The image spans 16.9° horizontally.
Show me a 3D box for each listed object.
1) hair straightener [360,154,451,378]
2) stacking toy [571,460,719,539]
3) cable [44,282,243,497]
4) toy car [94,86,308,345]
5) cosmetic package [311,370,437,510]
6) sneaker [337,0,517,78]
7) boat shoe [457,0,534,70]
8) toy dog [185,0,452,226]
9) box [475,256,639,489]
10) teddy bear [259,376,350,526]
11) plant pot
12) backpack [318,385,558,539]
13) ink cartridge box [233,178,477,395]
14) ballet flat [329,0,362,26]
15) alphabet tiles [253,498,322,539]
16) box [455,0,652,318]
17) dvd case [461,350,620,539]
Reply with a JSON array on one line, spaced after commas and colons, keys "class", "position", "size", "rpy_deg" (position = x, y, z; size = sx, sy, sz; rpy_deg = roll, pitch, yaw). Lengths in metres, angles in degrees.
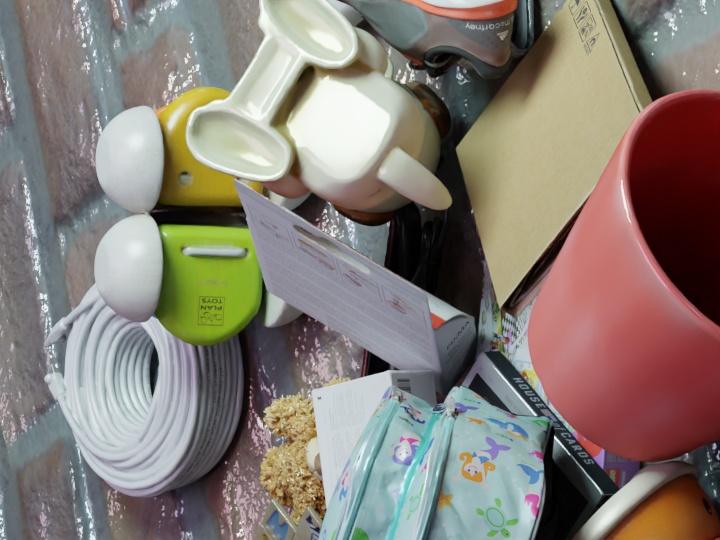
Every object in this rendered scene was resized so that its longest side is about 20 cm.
[{"class": "hair straightener", "position": [0.047, 0.014, 1.803], "size": [0.077, 0.041, 0.201], "rpy_deg": [14, 94, 46]}, {"class": "stacking toy", "position": [0.221, 0.232, 1.533], "size": [0.200, 0.146, 0.146], "rpy_deg": [43, 122, 21]}, {"class": "cable", "position": [-0.176, 0.090, 2.038], "size": [0.200, 0.069, 0.201], "rpy_deg": [-46, 55, 38]}, {"class": "toy car", "position": [-0.132, -0.041, 1.919], "size": [0.150, 0.174, 0.201], "rpy_deg": [175, 96, -66]}, {"class": "cosmetic package", "position": [0.022, 0.175, 1.697], "size": [0.082, 0.051, 0.201], "rpy_deg": [-15, 79, 42]}, {"class": "sneaker", "position": [0.034, -0.176, 1.713], "size": [0.200, 0.077, 0.082], "rpy_deg": [23, 125, 51]}, {"class": "boat shoe", "position": [0.090, -0.246, 1.732], "size": [0.068, 0.071, 0.201], "rpy_deg": [-9, 83, 52]}, {"class": "toy dog", "position": [-0.002, -0.103, 1.712], "size": [0.193, 0.200, 0.140], "rpy_deg": [23, 90, 15]}, {"class": "box", "position": [0.140, 0.048, 1.680], "size": [0.137, 0.039, 0.201], "rpy_deg": [9, 94, 51]}, {"class": "teddy bear", "position": [-0.030, 0.157, 1.833], "size": [0.200, 0.066, 0.146], "rpy_deg": [-17, 83, 64]}, {"class": "plant pot", "position": [0.204, 0.016, 1.501], "size": [0.177, 0.200, 0.201], "rpy_deg": [-50, 51, 50]}, {"class": "backpack", "position": [0.051, 0.171, 1.534], "size": [0.200, 0.150, 0.178], "rpy_deg": [-94, 22, -76]}, {"class": "ink cartridge box", "position": [0.000, 0.000, 1.684], "size": [0.162, 0.200, 0.057], "rpy_deg": [30, 69, 17]}, {"class": "ballet flat", "position": [0.019, -0.256, 1.832], "size": [0.069, 0.069, 0.201], "rpy_deg": [39, 116, 44]}, {"class": "alphabet tiles", "position": [-0.037, 0.272, 1.848], "size": [0.167, 0.006, 0.200], "rpy_deg": [50, 142, 24]}, {"class": "box", "position": [0.130, -0.086, 1.638], "size": [0.164, 0.021, 0.200], "rpy_deg": [-53, 26, 25]}, {"class": "dvd case", "position": [0.086, 0.180, 1.683], "size": [0.150, 0.025, 0.201], "rpy_deg": [49, 123, 36]}]
